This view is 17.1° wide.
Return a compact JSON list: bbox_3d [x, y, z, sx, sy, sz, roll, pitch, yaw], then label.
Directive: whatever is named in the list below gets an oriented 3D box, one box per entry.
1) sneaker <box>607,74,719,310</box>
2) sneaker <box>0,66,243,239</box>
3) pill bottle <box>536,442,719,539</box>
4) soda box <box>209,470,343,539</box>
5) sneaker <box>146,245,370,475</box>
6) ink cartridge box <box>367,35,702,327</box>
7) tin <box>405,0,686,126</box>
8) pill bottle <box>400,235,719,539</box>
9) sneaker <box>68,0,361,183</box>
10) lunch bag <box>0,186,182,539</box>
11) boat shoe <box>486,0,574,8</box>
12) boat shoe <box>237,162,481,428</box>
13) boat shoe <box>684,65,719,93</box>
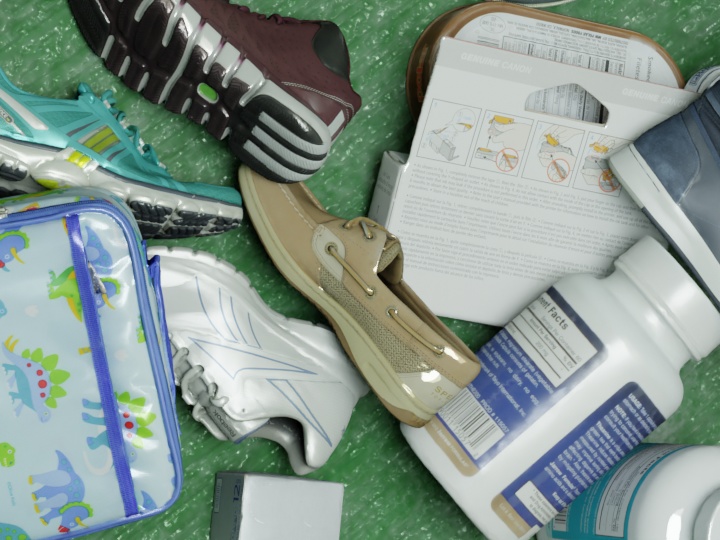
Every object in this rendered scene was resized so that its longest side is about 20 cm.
[{"bbox_3d":[0.270,-0.034,1.489,0.146,0.077,0.203,-38,83,9],"label":"sneaker"},{"bbox_3d":[-0.158,-0.072,1.453,0.199,0.077,0.080,21,70,-20],"label":"sneaker"},{"bbox_3d":[0.199,0.165,1.514,0.110,0.200,0.112,1,87,-22],"label":"pill bottle"},{"bbox_3d":[-0.059,0.226,1.479,0.068,0.063,0.202,7,84,-20],"label":"soda box"},{"bbox_3d":[-0.084,0.052,1.463,0.199,0.074,0.088,29,59,-17],"label":"sneaker"},{"bbox_3d":[0.110,-0.051,1.546,0.199,0.045,0.177,10,102,-22],"label":"ink cartridge box"},{"bbox_3d":[0.127,-0.113,1.589,0.199,0.042,0.113,9,88,-22],"label":"tin"},{"bbox_3d":[0.131,0.073,1.510,0.200,0.111,0.111,-41,103,2],"label":"pill bottle"},{"bbox_3d":[-0.083,-0.144,1.498,0.200,0.076,0.116,41,41,3],"label":"sneaker"},{"bbox_3d":[-0.187,0.056,1.396,0.159,0.082,0.202,-10,103,-5],"label":"lunch bag"},{"bbox_3d":[0.088,-0.217,1.564,0.199,0.062,0.073,8,83,-22],"label":"boat shoe"},{"bbox_3d":[0.000,0.000,1.476,0.064,0.071,0.200,-41,77,16],"label":"boat shoe"},{"bbox_3d":[0.268,-0.039,1.609,0.073,0.065,0.201,-31,113,-16],"label":"boat shoe"}]
